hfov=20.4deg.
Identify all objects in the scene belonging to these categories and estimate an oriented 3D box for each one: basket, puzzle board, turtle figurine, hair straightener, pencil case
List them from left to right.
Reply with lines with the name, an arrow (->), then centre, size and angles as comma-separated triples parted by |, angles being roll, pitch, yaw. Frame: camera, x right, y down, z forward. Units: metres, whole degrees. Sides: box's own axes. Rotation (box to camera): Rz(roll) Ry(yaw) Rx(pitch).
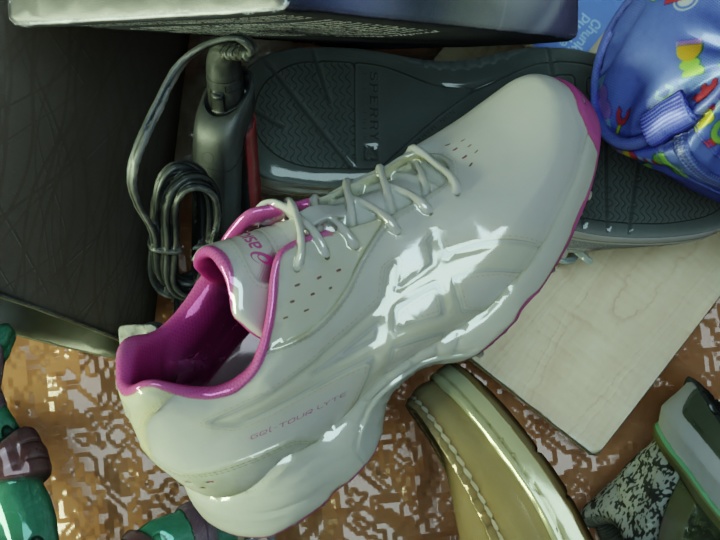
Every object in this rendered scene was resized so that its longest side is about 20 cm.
basket -> -0.137, -0.087, 0.754 | 0.180, 0.136, 0.201 | 18, 80, -19
turtle figurine -> -0.105, 0.127, 0.743 | 0.150, 0.101, 0.200 | -43, 78, 11
hair straightener -> -0.052, 0.003, 0.718 | 0.041, 0.200, 0.077 | 20, 44, 16
puzzle board -> 0.097, -0.049, 0.815 | 0.151, 0.017, 0.200 | 38, 85, 3
pencil case -> 0.179, -0.041, 0.747 | 0.200, 0.078, 0.087 | 26, 49, -28

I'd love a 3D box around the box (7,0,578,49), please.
box -> -0.015, -0.182, 0.704 | 0.123, 0.198, 0.201 | 2, 94, 32

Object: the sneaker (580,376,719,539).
sneaker -> 0.141, 0.137, 0.746 | 0.089, 0.200, 0.077 | -40, 131, 16

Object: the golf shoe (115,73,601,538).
golf shoe -> 0.000, 0.000, 0.688 | 0.200, 0.075, 0.092 | -48, 129, -4

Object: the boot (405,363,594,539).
boot -> 0.023, 0.149, 0.707 | 0.154, 0.072, 0.201 | -27, 87, 0

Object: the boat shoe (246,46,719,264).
boat shoe -> 0.047, -0.043, 0.780 | 0.201, 0.065, 0.075 | 3, 73, -6
